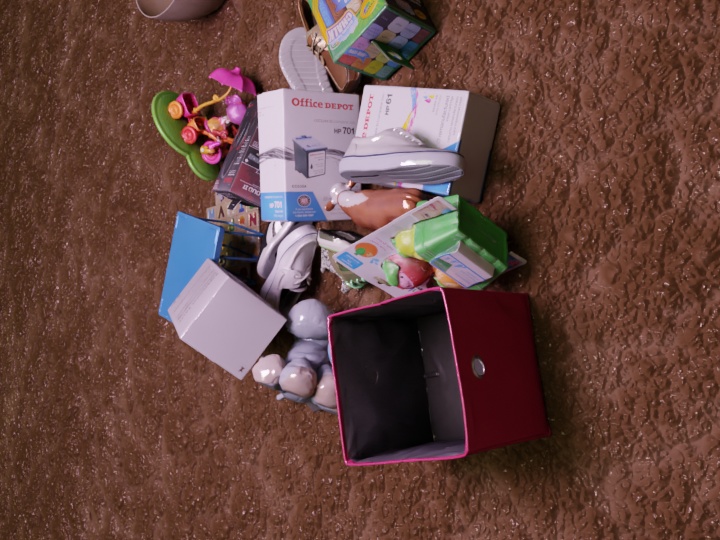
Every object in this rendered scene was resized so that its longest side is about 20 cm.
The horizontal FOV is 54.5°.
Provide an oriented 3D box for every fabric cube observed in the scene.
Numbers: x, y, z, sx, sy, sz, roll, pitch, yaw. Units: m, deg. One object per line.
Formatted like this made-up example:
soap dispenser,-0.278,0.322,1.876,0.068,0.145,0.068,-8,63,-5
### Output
fabric cube,0.103,0.137,0.912,0.200,0.199,0.197,-17,75,41

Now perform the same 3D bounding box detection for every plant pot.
plant pot,-0.348,-0.594,1.420,0.200,0.134,0.201,-3,85,43

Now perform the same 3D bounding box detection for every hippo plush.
hippo plush,-0.063,0.135,1.124,0.159,0.200,0.161,15,72,16

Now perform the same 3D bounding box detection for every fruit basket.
fruit basket,0.092,-0.009,0.948,0.200,0.185,0.094,-32,40,34

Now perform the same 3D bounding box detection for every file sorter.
file sorter,-0.274,0.007,1.310,0.139,0.123,0.201,20,101,41

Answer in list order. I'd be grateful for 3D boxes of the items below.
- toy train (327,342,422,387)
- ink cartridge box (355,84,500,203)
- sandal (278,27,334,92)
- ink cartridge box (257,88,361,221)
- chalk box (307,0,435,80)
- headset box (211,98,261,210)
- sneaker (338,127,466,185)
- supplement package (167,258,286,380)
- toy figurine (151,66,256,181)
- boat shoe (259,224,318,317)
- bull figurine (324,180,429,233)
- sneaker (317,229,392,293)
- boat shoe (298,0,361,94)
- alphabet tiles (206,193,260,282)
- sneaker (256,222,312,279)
toy train,0.029,0.179,1.032,0.085,0.116,0.200,-38,63,35
ink cartridge box,0.087,-0.188,1.026,0.200,0.085,0.145,17,99,43
sandal,-0.091,-0.329,1.219,0.050,0.082,0.203,99,155,-72
ink cartridge box,-0.079,-0.179,1.111,0.086,0.146,0.201,9,102,54
chalk box,0.020,-0.382,1.074,0.124,0.125,0.200,-36,63,35
headset box,-0.182,-0.195,1.215,0.200,0.075,0.149,-67,24,-2
sneaker,0.054,-0.160,0.950,0.200,0.073,0.071,7,78,36
supplement package,-0.221,0.073,1.136,0.120,0.121,0.200,-53,22,-5
toy figurine,-0.274,-0.302,1.354,0.184,0.150,0.200,-26,92,29
boat shoe,-0.111,0.007,1.200,0.065,0.073,0.200,55,140,25
bull figurine,0.038,-0.084,1.030,0.200,0.121,0.065,12,70,52
sneaker,0.000,0.000,1.111,0.200,0.077,0.089,32,118,47
boat shoe,-0.057,-0.380,1.168,0.076,0.074,0.200,-52,50,50
alphabet tiles,-0.253,-0.072,1.383,0.166,0.006,0.201,-9,81,41
sneaker,-0.141,-0.091,1.245,0.112,0.073,0.200,43,109,41
